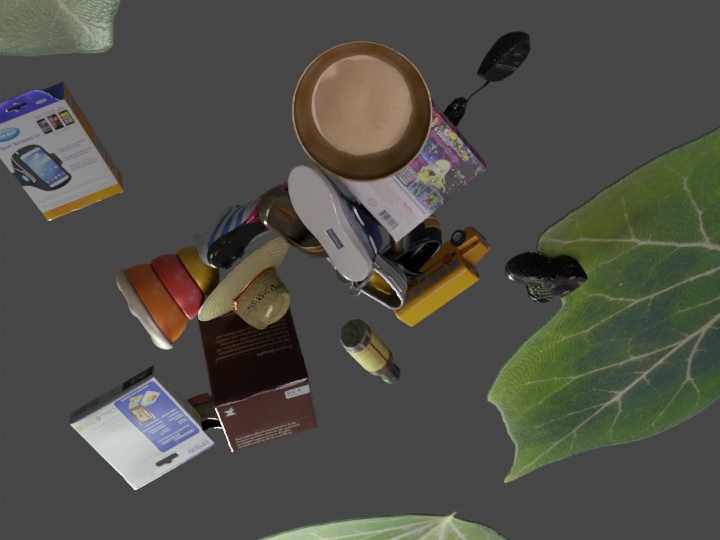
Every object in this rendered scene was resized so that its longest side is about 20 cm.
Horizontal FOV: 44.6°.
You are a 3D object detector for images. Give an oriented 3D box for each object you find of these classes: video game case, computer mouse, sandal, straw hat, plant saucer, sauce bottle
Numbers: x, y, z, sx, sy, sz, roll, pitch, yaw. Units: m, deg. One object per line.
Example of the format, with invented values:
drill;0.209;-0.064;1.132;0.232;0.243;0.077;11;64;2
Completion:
video game case;0.057;-0.169;1.294;0.180;0.036;0.200;-38;111;21
computer mouse;0.175;-0.280;1.294;0.058;0.034;0.200;-3;147;-47
sandal;-0.076;-0.065;1.340;0.199;0.054;0.082;27;91;-50
straw hat;-0.160;0.044;1.407;0.200;0.085;0.201;-42;171;-8
plant saucer;0.003;-0.223;1.224;0.195;0.036;0.204;1;119;2
sauce bottle;0.025;0.167;1.727;0.064;0.066;0.201;-26;141;9

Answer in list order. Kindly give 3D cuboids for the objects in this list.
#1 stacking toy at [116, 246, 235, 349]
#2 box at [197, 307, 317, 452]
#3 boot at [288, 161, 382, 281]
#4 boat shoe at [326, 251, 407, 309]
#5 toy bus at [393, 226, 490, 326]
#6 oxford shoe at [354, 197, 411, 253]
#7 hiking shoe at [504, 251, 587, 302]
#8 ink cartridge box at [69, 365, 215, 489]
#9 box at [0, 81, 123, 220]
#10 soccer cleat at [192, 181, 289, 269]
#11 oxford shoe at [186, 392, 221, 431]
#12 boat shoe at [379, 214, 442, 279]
stacking toy;-0.271;0.013;1.386;0.198;0.147;0.147;-34;144;-10
box;-0.179;0.171;1.530;0.162;0.203;0.166;-14;143;-6
boot;-0.035;-0.088;1.309;0.071;0.091;0.202;-14;117;30
boat shoe;-0.003;0.003;1.458;0.201;0.087;0.074;39;121;-25
toy bus;0.145;0.010;1.581;0.199;0.079;0.065;-36;140;20
oxford shoe;0.032;-0.104;1.407;0.083;0.073;0.202;-19;130;3
hiking shoe;0.347;0.026;1.695;0.196;0.077;0.102;6;132;-31
ink cartridge box;-0.408;0.298;1.659;0.195;0.047;0.201;-29;123;9
box;-0.409;-0.162;1.160;0.117;0.042;0.202;-20;140;0
soccer cleat;-0.171;-0.084;1.345;0.199;0.086;0.071;-37;136;-18
oxford shoe;-0.250;0.270;1.717;0.196;0.076;0.071;-21;143;1
boat shoe;0.075;-0.013;1.537;0.074;0.063;0.200;14;132;-38
